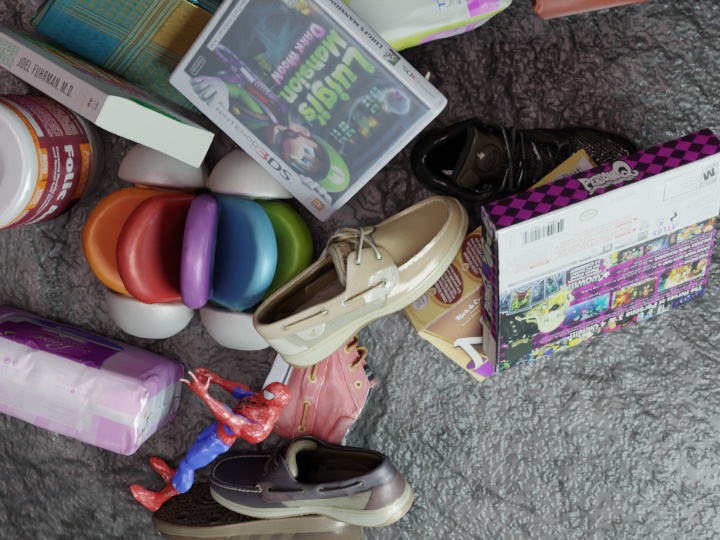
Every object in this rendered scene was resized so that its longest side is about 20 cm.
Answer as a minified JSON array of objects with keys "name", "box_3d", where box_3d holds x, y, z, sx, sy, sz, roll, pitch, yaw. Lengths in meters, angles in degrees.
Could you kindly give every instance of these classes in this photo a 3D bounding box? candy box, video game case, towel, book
[{"name":"candy box","box_3d":[0.142,-0.001,1.241,0.200,0.117,0.057,-38,51,11]},{"name":"video game case","box_3d":[-0.049,-0.145,1.178,0.182,0.023,0.200,42,143,-6]},{"name":"towel","box_3d":[-0.166,-0.197,1.241,0.199,0.147,0.022,25,59,-24]},{"name":"video game case","box_3d":[0.193,-0.013,1.185,0.199,0.182,0.036,-20,51,-10]},{"name":"book","box_3d":[-0.237,-0.153,1.244,0.200,0.133,0.048,31,97,33]}]

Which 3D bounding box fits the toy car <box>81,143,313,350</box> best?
[{"name":"toy car","box_3d":[-0.144,-0.020,1.274,0.199,0.150,0.176,7,97,9]}]

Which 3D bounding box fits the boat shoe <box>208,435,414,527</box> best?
[{"name":"boat shoe","box_3d":[-0.049,0.177,1.283,0.199,0.072,0.065,3,124,31]}]

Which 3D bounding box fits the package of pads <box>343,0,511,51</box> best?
[{"name":"package of pads","box_3d":[0.016,-0.257,1.222,0.199,0.068,0.155,-18,92,-22]}]

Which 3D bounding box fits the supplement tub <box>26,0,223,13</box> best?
[{"name":"supplement tub","box_3d":[-0.182,-0.267,1.269,0.199,0.123,0.123,8,97,9]}]

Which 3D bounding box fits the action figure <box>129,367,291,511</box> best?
[{"name":"action figure","box_3d":[-0.144,0.131,1.292,0.200,0.065,0.099,-33,106,34]}]

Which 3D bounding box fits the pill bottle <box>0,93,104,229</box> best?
[{"name":"pill bottle","box_3d":[-0.299,-0.095,1.267,0.114,0.200,0.115,1,97,10]}]

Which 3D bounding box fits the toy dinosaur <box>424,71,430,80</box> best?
[{"name":"toy dinosaur","box_3d":[-0.005,-0.138,1.256,0.199,0.101,0.058,-10,113,31]}]

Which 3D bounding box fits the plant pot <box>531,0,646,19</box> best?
[{"name":"plant pot","box_3d":[0.219,-0.298,1.172,0.194,0.201,0.202,-13,94,19]}]

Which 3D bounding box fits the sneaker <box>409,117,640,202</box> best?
[{"name":"sneaker","box_3d":[0.139,-0.088,1.239,0.198,0.114,0.077,5,97,4]}]

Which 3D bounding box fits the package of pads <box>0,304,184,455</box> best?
[{"name":"package of pads","box_3d":[-0.268,0.096,1.322,0.199,0.120,0.076,18,99,7]}]

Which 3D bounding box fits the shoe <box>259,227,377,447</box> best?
[{"name":"shoe","box_3d":[-0.020,0.067,1.306,0.091,0.071,0.201,24,105,5]}]

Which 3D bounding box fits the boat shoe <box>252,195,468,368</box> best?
[{"name":"boat shoe","box_3d":[0.000,0.000,1.217,0.200,0.072,0.065,-37,132,7]}]

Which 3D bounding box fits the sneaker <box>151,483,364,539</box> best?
[{"name":"sneaker","box_3d":[-0.094,0.242,1.335,0.199,0.071,0.076,-3,117,19]}]
